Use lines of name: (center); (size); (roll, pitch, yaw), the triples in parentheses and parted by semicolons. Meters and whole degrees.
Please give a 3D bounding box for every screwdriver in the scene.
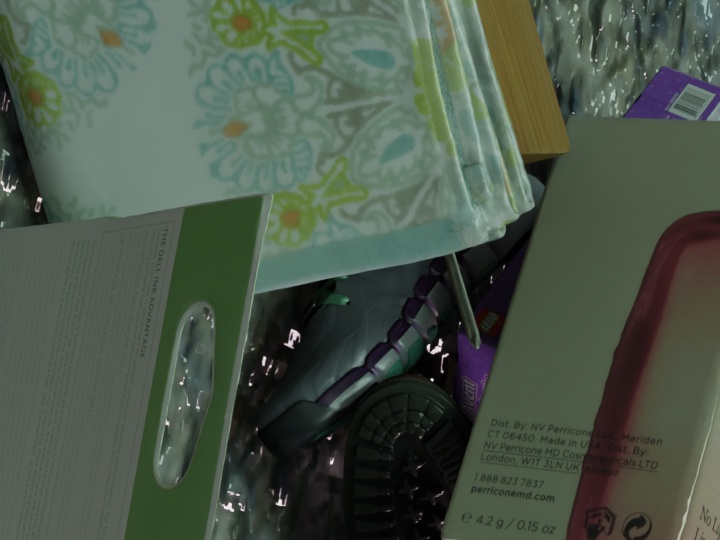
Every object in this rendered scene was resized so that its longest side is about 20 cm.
screwdriver: (0.029, -0.036, 1.079); (0.028, 0.029, 0.200); (-4, 50, -11)

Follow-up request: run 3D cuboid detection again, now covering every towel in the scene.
towel: (-0.044, -0.076, 0.969); (0.048, 0.200, 0.171); (-39, 115, -68)

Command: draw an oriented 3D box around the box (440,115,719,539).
box: (0.132, 0.051, 1.037); (0.128, 0.109, 0.200); (42, 60, -49)

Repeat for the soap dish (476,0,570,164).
soap dish: (-0.017, -0.120, 1.017); (0.081, 0.157, 0.200); (-50, 125, -65)

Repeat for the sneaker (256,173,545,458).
sneaker: (0.000, 0.000, 1.106); (0.088, 0.074, 0.200); (47, 52, -3)

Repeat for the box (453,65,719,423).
box: (0.108, 0.015, 1.171); (0.200, 0.039, 0.137); (-50, 154, -35)

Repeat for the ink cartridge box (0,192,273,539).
ink cartridge box: (-0.092, 0.052, 0.902); (0.048, 0.200, 0.146); (20, 73, -40)

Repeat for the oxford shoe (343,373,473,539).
oxford shoe: (0.037, 0.113, 1.090); (0.084, 0.073, 0.200); (-90, 165, -51)
